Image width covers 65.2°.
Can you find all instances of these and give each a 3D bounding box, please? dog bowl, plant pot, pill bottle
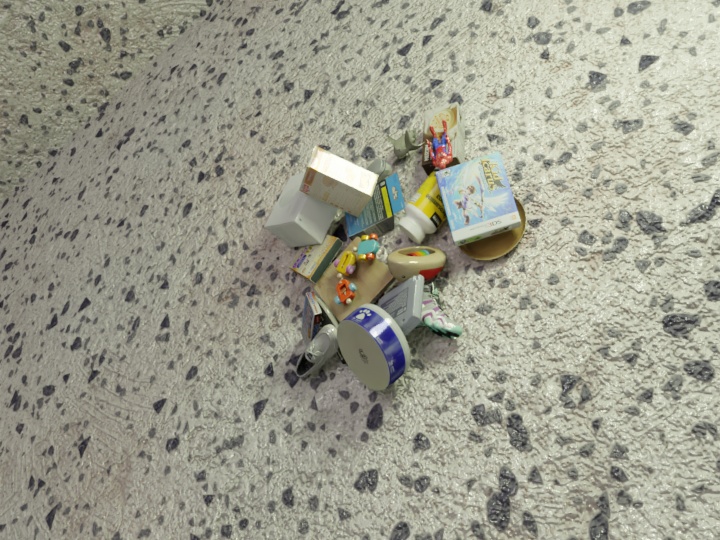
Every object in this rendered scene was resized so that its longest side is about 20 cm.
[{"bbox_3d":[0.031,0.192,1.410,0.078,0.206,0.197,-31,41,-33],"label":"dog bowl"},{"bbox_3d":[0.347,-0.115,1.501,0.194,0.027,0.206,-15,58,24],"label":"plant pot"},{"bbox_3d":[0.196,-0.180,1.576,0.202,0.112,0.112,-51,50,-3],"label":"pill bottle"}]

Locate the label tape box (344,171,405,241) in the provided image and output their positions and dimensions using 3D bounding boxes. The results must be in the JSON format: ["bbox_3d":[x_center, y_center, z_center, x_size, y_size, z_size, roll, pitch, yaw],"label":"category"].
[{"bbox_3d":[0.050,-0.183,1.700,0.195,0.063,0.148,-24,53,19],"label":"label tape box"}]

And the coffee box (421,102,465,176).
[{"bbox_3d":[0.248,-0.384,1.677,0.111,0.080,0.207,-8,60,28],"label":"coffee box"}]

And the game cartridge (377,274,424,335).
[{"bbox_3d":[0.095,0.108,1.440,0.199,0.040,0.137,-38,34,52],"label":"game cartridge"}]

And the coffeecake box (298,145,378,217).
[{"bbox_3d":[-0.066,-0.250,1.608,0.154,0.194,0.075,134,157,-67],"label":"coffeecake box"}]

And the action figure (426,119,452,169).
[{"bbox_3d":[0.220,-0.344,1.560,0.063,0.052,0.204,-15,44,17],"label":"action figure"}]

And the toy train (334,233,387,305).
[{"bbox_3d":[0.000,0.000,1.542,0.200,0.055,0.152,-44,46,15],"label":"toy train"}]

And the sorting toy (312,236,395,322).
[{"bbox_3d":[-0.010,0.044,1.608,0.199,0.070,0.200,-46,49,2],"label":"sorting toy"}]

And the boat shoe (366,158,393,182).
[{"bbox_3d":[0.023,-0.271,1.765,0.199,0.064,0.074,-42,43,33],"label":"boat shoe"}]

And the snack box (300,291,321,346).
[{"bbox_3d":[-0.138,0.147,1.559,0.024,0.203,0.073,-13,56,-20],"label":"snack box"}]

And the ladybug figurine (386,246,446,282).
[{"bbox_3d":[0.150,-0.015,1.486,0.134,0.196,0.075,17,112,45],"label":"ladybug figurine"}]

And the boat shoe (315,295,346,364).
[{"bbox_3d":[-0.082,0.162,1.548,0.060,0.074,0.202,-37,86,3],"label":"boat shoe"}]

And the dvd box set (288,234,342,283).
[{"bbox_3d":[-0.140,-0.046,1.718,0.149,0.029,0.199,-56,27,-7],"label":"dvd box set"}]

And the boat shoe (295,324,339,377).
[{"bbox_3d":[-0.122,0.221,1.518,0.073,0.068,0.200,52,133,10],"label":"boat shoe"}]

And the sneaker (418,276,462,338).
[{"bbox_3d":[0.193,0.084,1.453,0.195,0.078,0.143,16,74,36],"label":"sneaker"}]

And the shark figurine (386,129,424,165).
[{"bbox_3d":[0.116,-0.385,1.711,0.128,0.089,0.215,-44,13,16],"label":"shark figurine"}]

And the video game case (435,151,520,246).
[{"bbox_3d":[0.304,-0.187,1.467,0.175,0.045,0.207,-16,72,9],"label":"video game case"}]

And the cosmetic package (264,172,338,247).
[{"bbox_3d":[-0.172,-0.194,1.766,0.197,0.122,0.204,-3,56,54],"label":"cosmetic package"}]
